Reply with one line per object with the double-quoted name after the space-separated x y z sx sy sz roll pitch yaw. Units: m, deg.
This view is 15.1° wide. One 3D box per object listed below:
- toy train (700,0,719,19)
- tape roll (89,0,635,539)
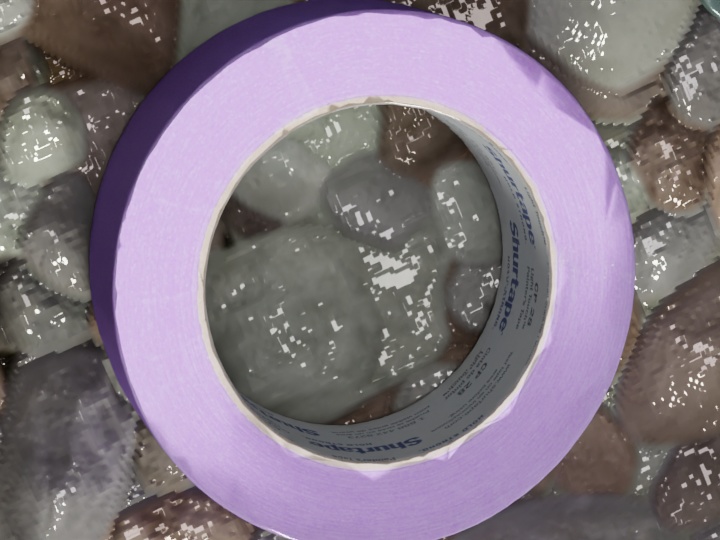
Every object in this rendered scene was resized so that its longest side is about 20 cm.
0.157 -0.180 1.028 0.114 0.085 0.201 -38 106 -15 "toy train"
0.000 0.000 1.024 0.198 0.066 0.202 -2 99 -14 "tape roll"
